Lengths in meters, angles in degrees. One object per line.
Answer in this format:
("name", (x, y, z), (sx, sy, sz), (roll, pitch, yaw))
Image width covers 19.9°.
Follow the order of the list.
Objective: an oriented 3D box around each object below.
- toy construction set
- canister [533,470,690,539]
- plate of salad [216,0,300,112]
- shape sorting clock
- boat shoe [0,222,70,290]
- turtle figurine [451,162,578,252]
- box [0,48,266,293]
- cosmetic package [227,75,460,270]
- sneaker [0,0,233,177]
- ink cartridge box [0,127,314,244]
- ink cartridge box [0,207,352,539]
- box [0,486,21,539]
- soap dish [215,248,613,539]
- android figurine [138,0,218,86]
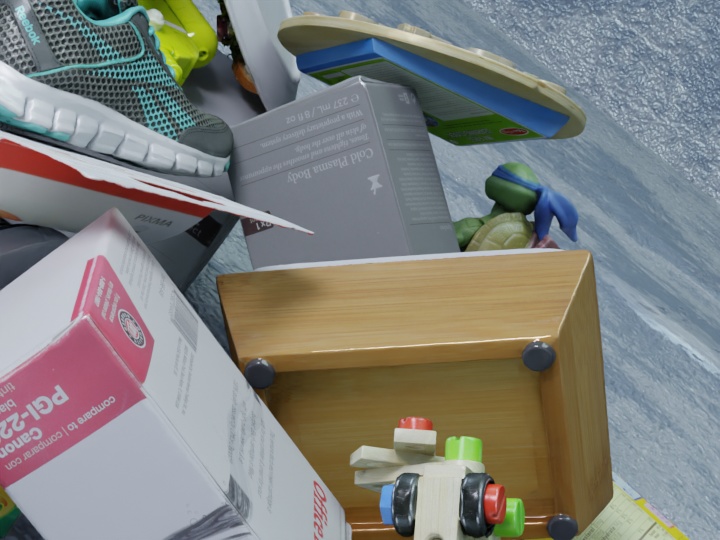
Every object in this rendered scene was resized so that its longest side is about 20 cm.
("toy construction set", (0.045, 0.157, 0.965), (0.131, 0.091, 0.202), (44, 33, -64))
("canister", (0.151, 0.173, 1.293), (0.200, 0.087, 0.148), (42, 4, 13))
("plate of salad", (-0.081, -0.181, 1.310), (0.200, 0.048, 0.202), (-15, 90, -81))
("shape sorting clock", (0.044, -0.120, 1.262), (0.198, 0.040, 0.200), (21, -7, 3))
("boat shoe", (-0.225, -0.005, 1.080), (0.068, 0.072, 0.199), (43, 24, 19))
("turtle figurine", (0.040, 0.013, 1.381), (0.198, 0.196, 0.144), (15, -1, 8))
("box", (-0.160, -0.092, 1.340), (0.198, 0.131, 0.200), (35, 16, -2))
("cosmetic package", (0.000, 0.000, 1.197), (0.090, 0.106, 0.202), (0, 72, -66))
("sneaker", (-0.128, -0.106, 1.103), (0.077, 0.092, 0.199), (17, 0, 33))
("ink cartridge box", (-0.146, -0.036, 1.026), (0.199, 0.051, 0.162), (22, 5, 40))
("ink cartridge box", (-0.089, 0.092, 0.938), (0.201, 0.084, 0.146), (53, 11, -17))
("box", (-0.228, 0.062, 0.916), (0.199, 0.049, 0.117), (13, 27, -50))
("soap dish", (0.030, 0.072, 1.081), (0.198, 0.159, 0.081), (-4, 31, 9))
("android figurine", (-0.167, -0.168, 1.240), (0.181, 0.041, 0.200), (22, 20, -37))
